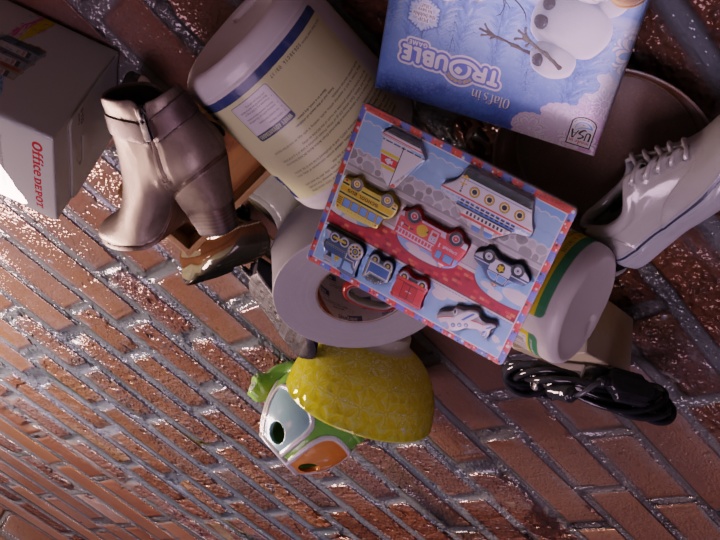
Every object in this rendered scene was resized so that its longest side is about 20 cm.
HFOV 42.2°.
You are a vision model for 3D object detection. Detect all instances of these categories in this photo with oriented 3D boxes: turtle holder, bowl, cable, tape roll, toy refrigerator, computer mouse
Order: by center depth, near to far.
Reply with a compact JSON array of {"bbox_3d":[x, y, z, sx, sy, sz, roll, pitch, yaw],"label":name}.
[{"bbox_3d":[0.224,0.061,0.966,0.075,0.071,0.199,2,169,28],"label":"toy refrigerator"},{"bbox_3d":[0.247,0.133,1.012,0.198,0.052,0.162,14,169,-39],"label":"cable"},{"bbox_3d":[0.000,0.000,1.029,0.196,0.067,0.202,-4,139,-3],"label":"tape roll"},{"bbox_3d":[-0.101,0.005,1.139,0.200,0.046,0.141,48,150,18],"label":"computer mouse"},{"bbox_3d":[0.012,0.123,1.189,0.197,0.200,0.110,19,104,7],"label":"bowl"},{"bbox_3d":[-0.085,0.200,1.323,0.186,0.132,0.141,45,170,10],"label":"turtle holder"}]

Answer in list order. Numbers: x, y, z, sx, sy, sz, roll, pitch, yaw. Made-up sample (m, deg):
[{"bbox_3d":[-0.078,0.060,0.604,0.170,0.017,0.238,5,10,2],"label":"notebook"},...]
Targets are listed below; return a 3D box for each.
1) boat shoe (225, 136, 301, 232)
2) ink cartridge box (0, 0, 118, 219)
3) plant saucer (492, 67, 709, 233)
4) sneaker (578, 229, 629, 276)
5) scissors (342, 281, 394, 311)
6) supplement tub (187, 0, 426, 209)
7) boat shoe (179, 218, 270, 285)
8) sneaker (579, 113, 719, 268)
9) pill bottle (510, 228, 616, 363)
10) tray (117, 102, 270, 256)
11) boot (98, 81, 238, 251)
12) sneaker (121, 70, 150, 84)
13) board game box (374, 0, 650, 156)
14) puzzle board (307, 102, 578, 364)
[{"bbox_3d":[-0.085,-0.086,1.037,0.072,0.061,0.201,-41,122,9],"label":"boat shoe"},{"bbox_3d":[-0.381,-0.183,1.010,0.197,0.146,0.146,25,145,-1],"label":"ink cartridge box"},{"bbox_3d":[0.218,-0.101,0.839,0.196,0.035,0.203,12,135,12],"label":"plant saucer"},{"bbox_3d":[0.176,-0.042,0.931,0.196,0.076,0.089,5,130,18],"label":"sneaker"},{"bbox_3d":[0.074,0.034,1.020,0.197,0.014,0.073,19,131,-28],"label":"scissors"},{"bbox_3d":[-0.042,-0.150,0.852,0.144,0.146,0.200,-19,127,45],"label":"supplement tub"},{"bbox_3d":[-0.169,-0.035,1.083,0.199,0.075,0.075,-20,86,58],"label":"boat shoe"},{"bbox_3d":[0.254,-0.074,0.772,0.070,0.074,0.201,24,136,-10],"label":"sneaker"},{"bbox_3d":[0.122,-0.009,0.858,0.198,0.113,0.114,29,151,30],"label":"pill bottle"},{"bbox_3d":[-0.142,-0.119,0.948,0.200,0.037,0.098,-43,115,12],"label":"tray"},{"bbox_3d":[-0.197,-0.098,0.858,0.197,0.071,0.148,-5,122,32],"label":"boot"},{"bbox_3d":[-0.192,-0.141,1.034,0.113,0.077,0.202,6,150,9],"label":"sneaker"},{"bbox_3d":[0.121,-0.210,0.733,0.197,0.044,0.201,18,133,9],"label":"board game box"},{"bbox_3d":[0.061,-0.029,0.784,0.198,0.017,0.153,28,116,12],"label":"puzzle board"}]
